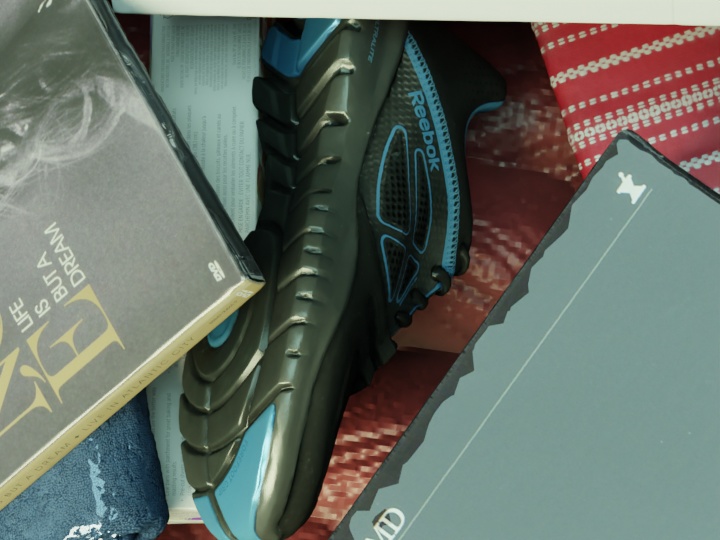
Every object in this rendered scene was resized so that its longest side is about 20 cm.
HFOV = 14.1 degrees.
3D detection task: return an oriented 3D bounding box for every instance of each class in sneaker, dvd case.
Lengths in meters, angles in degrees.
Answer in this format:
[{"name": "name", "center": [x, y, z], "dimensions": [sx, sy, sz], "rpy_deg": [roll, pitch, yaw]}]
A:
[{"name": "sneaker", "center": [0.000, 0.000, 0.949], "dimensions": [0.082, 0.073, 0.201], "rpy_deg": [26, 67, -28]}, {"name": "dvd case", "center": [-0.137, 0.004, 0.948], "dimensions": [0.200, 0.016, 0.149], "rpy_deg": [-40, 65, 21]}]

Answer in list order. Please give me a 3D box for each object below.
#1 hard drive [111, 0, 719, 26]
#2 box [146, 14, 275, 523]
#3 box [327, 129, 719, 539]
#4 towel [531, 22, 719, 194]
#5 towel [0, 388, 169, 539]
[{"name": "hard drive", "center": [0.028, -0.128, 0.966], "dimensions": [0.199, 0.027, 0.132], "rpy_deg": [2, 40, 11]}, {"name": "box", "center": [-0.051, -0.015, 0.994], "dimensions": [0.041, 0.039, 0.201], "rpy_deg": [-2, 78, 7]}, {"name": "box", "center": [0.102, 0.091, 0.909], "dimensions": [0.182, 0.104, 0.200], "rpy_deg": [37, 93, 11]}, {"name": "towel", "center": [0.138, -0.071, 0.994], "dimensions": [0.144, 0.022, 0.201], "rpy_deg": [-17, 75, 5]}, {"name": "towel", "center": [-0.125, 0.009, 0.978], "dimensions": [0.111, 0.048, 0.201], "rpy_deg": [-21, 72, 28]}]
